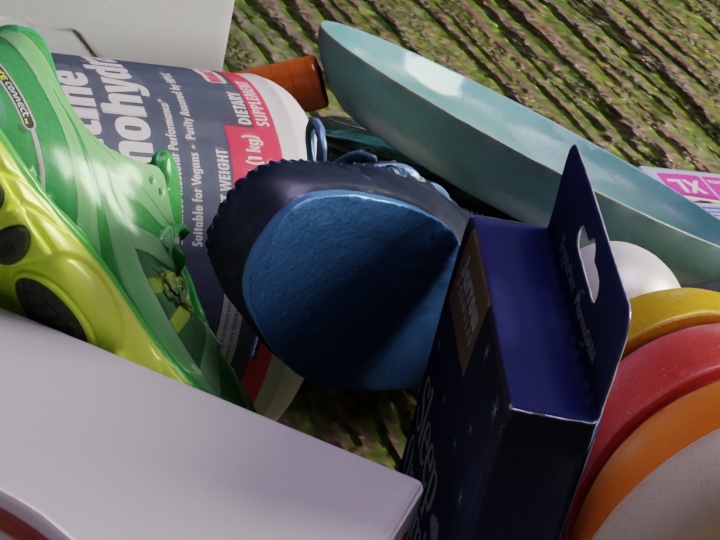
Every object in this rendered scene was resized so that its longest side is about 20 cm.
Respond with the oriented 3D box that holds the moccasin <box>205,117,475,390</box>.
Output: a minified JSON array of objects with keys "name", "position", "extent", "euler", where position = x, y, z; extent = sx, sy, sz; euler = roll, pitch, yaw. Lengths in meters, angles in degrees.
[{"name":"moccasin","position":[0.000,0.000,0.810],"extent":[0.068,0.081,0.200],"euler":[46,9,28]}]

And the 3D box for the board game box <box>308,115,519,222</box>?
[{"name":"board game box","position":[0.029,-0.037,1.061],"extent":[0.135,0.028,0.200],"euler":[18,7,9]}]

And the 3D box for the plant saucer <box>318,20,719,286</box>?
[{"name":"plant saucer","position":[0.067,-0.043,0.960],"extent":[0.199,0.028,0.200],"euler":[27,9,-5]}]

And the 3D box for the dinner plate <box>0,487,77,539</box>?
[{"name":"dinner plate","position":[-0.138,0.141,0.588],"extent":[0.199,0.024,0.201],"euler":[1,67,-2]}]

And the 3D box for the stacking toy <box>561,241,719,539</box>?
[{"name":"stacking toy","position":[0.108,0.056,0.766],"extent":[0.145,0.147,0.200],"euler":[7,29,-20]}]

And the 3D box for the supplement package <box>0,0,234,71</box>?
[{"name":"supplement package","position":[-0.181,-0.144,1.062],"extent":[0.190,0.148,0.200],"euler":[0,26,-29]}]

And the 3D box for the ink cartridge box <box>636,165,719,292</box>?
[{"name":"ink cartridge box","position":[0.216,0.016,1.142],"extent":[0.119,0.042,0.200],"euler":[5,31,-23]}]

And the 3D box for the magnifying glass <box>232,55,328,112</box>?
[{"name":"magnifying glass","position":[-0.112,-0.053,0.962],"extent":[0.199,0.080,0.023],"euler":[-14,65,4]}]

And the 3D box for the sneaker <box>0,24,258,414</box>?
[{"name":"sneaker","position":[-0.073,0.006,0.769],"extent":[0.074,0.200,0.084],"euler":[-3,41,39]}]

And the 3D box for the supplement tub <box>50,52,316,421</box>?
[{"name":"supplement tub","position":[-0.123,-0.010,0.867],"extent":[0.199,0.141,0.140],"euler":[4,29,-26]}]

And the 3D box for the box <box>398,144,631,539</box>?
[{"name":"box","position":[0.037,0.069,0.746],"extent":[0.032,0.201,0.121],"euler":[11,27,-9]}]

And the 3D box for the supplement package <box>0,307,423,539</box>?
[{"name":"supplement package","position":[-0.102,0.098,0.696],"extent":[0.199,0.122,0.120],"euler":[21,26,9]}]
